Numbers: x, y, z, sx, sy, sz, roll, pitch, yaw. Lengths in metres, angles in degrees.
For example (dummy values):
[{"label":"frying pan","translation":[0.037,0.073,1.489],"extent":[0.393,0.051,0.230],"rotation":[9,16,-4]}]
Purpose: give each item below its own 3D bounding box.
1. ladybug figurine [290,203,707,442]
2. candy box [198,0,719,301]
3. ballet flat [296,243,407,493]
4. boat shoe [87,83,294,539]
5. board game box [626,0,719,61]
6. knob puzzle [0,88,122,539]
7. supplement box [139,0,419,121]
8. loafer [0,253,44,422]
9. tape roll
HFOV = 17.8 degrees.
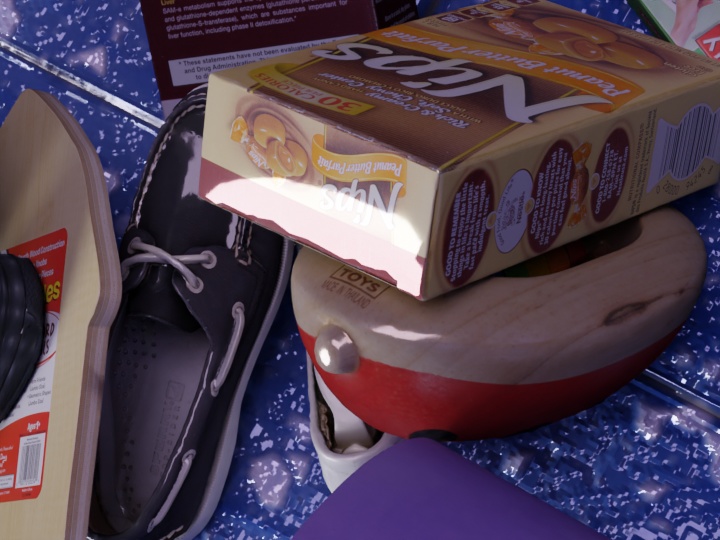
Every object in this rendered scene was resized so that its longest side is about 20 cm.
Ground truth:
[{"label":"ladybug figurine","translation":[0.053,0.016,0.906],"extent":[0.135,0.199,0.073],"rotation":[27,121,40]},{"label":"candy box","translation":[0.046,-0.055,0.903],"extent":[0.115,0.199,0.056],"rotation":[24,118,34]},{"label":"ballet flat","translation":[0.000,0.000,0.973],"extent":[0.069,0.069,0.202],"rotation":[-8,70,13]},{"label":"boat shoe","translation":[-0.080,0.020,0.961],"extent":[0.073,0.060,0.202],"rotation":[17,96,19]},{"label":"board game box","translation":[0.183,-0.137,0.986],"extent":[0.134,0.029,0.201],"rotation":[-35,66,3]},{"label":"knob puzzle","translation":[-0.138,0.023,0.969],"extent":[0.219,0.030,0.222],"rotation":[-28,57,55]},{"label":"supplement box","translation":[-0.046,-0.171,0.974],"extent":[0.108,0.061,0.202],"rotation":[-5,105,21]},{"label":"loafer","translation":[-0.202,0.065,0.961],"extent":[0.201,0.072,0.073],"rotation":[-59,35,30]},{"label":"tape roll","translation":[0.013,0.169,0.839],"extent":[0.085,0.200,0.201],"rotation":[26,81,21]}]
